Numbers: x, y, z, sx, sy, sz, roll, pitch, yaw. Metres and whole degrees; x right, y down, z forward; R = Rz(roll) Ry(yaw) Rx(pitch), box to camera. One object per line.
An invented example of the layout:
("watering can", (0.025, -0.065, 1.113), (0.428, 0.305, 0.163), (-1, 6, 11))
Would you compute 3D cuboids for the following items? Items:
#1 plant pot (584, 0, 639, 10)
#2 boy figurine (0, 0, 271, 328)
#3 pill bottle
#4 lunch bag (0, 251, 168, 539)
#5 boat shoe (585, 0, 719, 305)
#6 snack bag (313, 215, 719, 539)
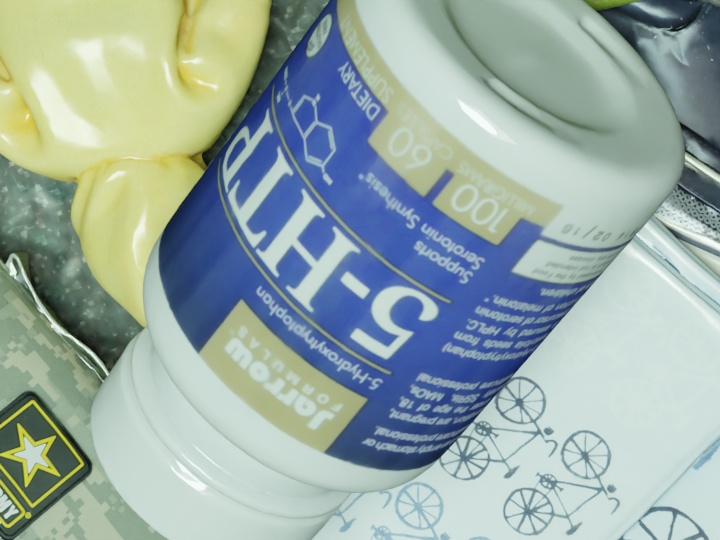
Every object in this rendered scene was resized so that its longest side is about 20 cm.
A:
("plant pot", (0.052, -0.200, 0.729), (0.199, 0.190, 0.201), (-2, 81, 11))
("boy figurine", (-0.085, -0.080, 0.838), (0.124, 0.064, 0.201), (-18, 97, 7))
("pill bottle", (0.000, 0.000, 0.767), (0.120, 0.120, 0.200), (37, 119, -2))
("lunch bag", (-0.156, 0.104, 0.841), (0.200, 0.118, 0.164), (-41, 91, -1))
("boat shoe", (0.142, -0.037, 0.826), (0.199, 0.075, 0.093), (24, 105, 0))
("snack bag", (0.092, 0.090, 0.838), (0.200, 0.021, 0.189), (41, 119, -1))
